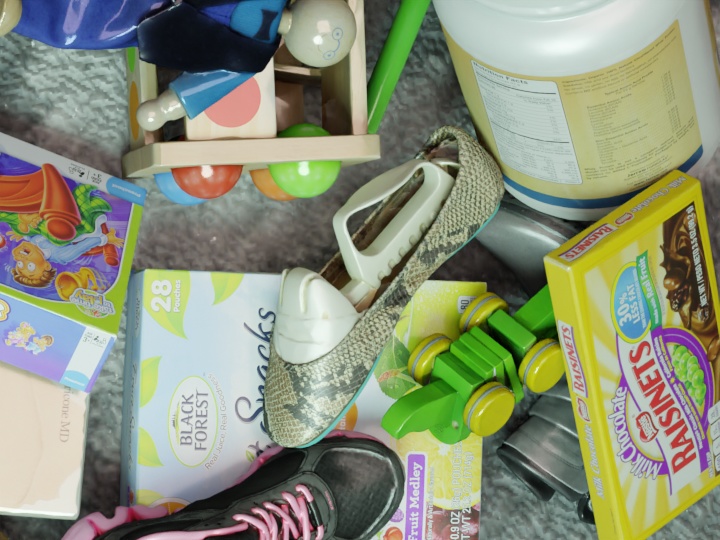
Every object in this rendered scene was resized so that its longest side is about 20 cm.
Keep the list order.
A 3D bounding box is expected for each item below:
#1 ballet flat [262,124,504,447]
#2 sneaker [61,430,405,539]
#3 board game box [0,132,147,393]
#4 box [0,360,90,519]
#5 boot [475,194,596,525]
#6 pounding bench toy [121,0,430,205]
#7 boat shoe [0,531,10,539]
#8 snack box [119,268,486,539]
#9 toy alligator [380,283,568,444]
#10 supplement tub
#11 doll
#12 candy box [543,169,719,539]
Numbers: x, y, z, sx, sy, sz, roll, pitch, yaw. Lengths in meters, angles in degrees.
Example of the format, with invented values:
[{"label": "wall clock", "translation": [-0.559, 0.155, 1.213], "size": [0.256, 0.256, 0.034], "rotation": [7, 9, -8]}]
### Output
[{"label": "ballet flat", "translation": [0.000, 0.000, 1.470], "size": [0.200, 0.068, 0.075], "rotation": [-51, 135, -14]}, {"label": "sneaker", "translation": [-0.062, 0.144, 1.442], "size": [0.199, 0.095, 0.079], "rotation": [-22, 95, -13]}, {"label": "board game box", "translation": [-0.221, -0.025, 1.457], "size": [0.199, 0.135, 0.045], "rotation": [21, 125, -12]}, {"label": "box", "translation": [-0.250, 0.082, 1.473], "size": [0.199, 0.078, 0.095], "rotation": [4, 87, -13]}, {"label": "boot", "translation": [0.116, 0.057, 1.564], "size": [0.200, 0.070, 0.132], "rotation": [38, 81, -10]}, {"label": "pounding bench toy", "translation": [-0.029, -0.118, 1.507], "size": [0.199, 0.124, 0.157], "rotation": [-3, 89, -13]}, {"label": "boat shoe", "translation": [-0.237, 0.158, 1.424], "size": [0.064, 0.071, 0.200], "rotation": [-35, 119, 26]}, {"label": "snack box", "translation": [-0.033, 0.086, 1.530], "size": [0.199, 0.068, 0.169], "rotation": [2, 88, -12]}, {"label": "toy alligator", "translation": [0.091, 0.043, 1.508], "size": [0.200, 0.054, 0.059], "rotation": [-37, 56, -22]}, {"label": "supplement tub", "translation": [0.118, -0.136, 1.472], "size": [0.144, 0.200, 0.145], "rotation": [-7, 55, 10]}, {"label": "doll", "translation": [-0.095, -0.135, 1.392], "size": [0.199, 0.048, 0.137], "rotation": [7, 108, -27]}, {"label": "candy box", "translation": [0.160, 0.053, 1.508], "size": [0.102, 0.026, 0.201], "rotation": [-31, 127, -24]}]
